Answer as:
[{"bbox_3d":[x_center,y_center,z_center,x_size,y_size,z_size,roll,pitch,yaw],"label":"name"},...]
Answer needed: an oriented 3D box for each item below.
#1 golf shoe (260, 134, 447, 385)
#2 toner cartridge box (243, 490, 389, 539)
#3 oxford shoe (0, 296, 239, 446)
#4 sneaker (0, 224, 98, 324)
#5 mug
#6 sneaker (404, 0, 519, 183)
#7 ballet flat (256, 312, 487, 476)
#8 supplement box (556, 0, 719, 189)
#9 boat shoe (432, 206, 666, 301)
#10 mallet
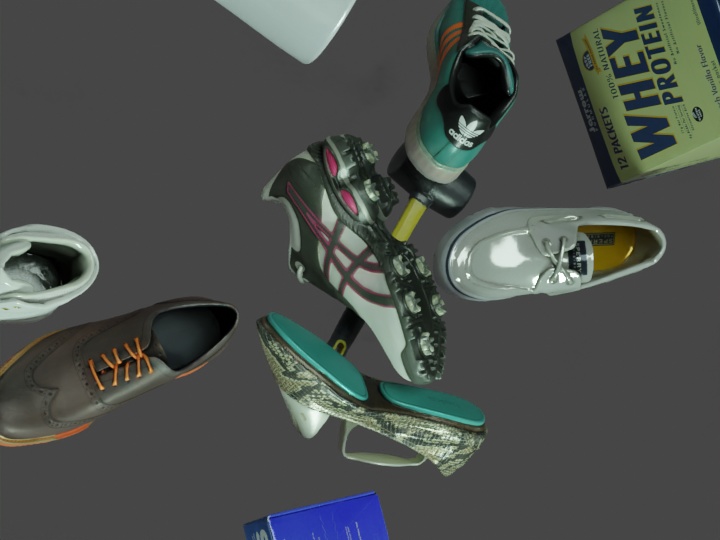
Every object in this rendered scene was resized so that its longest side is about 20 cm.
[{"bbox_3d":[0.000,0.000,1.720,0.077,0.088,0.200,11,54,-66],"label":"golf shoe"},{"bbox_3d":[-0.012,0.266,1.668,0.095,0.043,0.200,-9,81,-30],"label":"toner cartridge box"},{"bbox_3d":[-0.174,0.062,1.615,0.200,0.073,0.071,-27,91,-32],"label":"oxford shoe"},{"bbox_3d":[-0.275,0.003,1.550,0.200,0.116,0.074,-7,81,-30],"label":"sneaker"},{"bbox_3d":[-0.074,-0.256,1.746,0.153,0.187,0.150,26,97,-12],"label":"mug"},{"bbox_3d":[0.093,-0.156,1.803,0.071,0.080,0.200,31,45,-18],"label":"sneaker"},{"bbox_3d":[-0.002,0.102,1.708,0.200,0.068,0.075,25,108,-22],"label":"ballet flat"},{"bbox_3d":[0.306,-0.173,1.879,0.200,0.200,0.134,-15,84,-32],"label":"supplement box"},{"bbox_3d":[0.152,-0.013,1.815,0.200,0.070,0.071,-5,99,-33],"label":"boat shoe"},{"bbox_3d":[0.013,-0.016,1.768,0.066,0.041,0.200,43,64,-12],"label":"mallet"}]
